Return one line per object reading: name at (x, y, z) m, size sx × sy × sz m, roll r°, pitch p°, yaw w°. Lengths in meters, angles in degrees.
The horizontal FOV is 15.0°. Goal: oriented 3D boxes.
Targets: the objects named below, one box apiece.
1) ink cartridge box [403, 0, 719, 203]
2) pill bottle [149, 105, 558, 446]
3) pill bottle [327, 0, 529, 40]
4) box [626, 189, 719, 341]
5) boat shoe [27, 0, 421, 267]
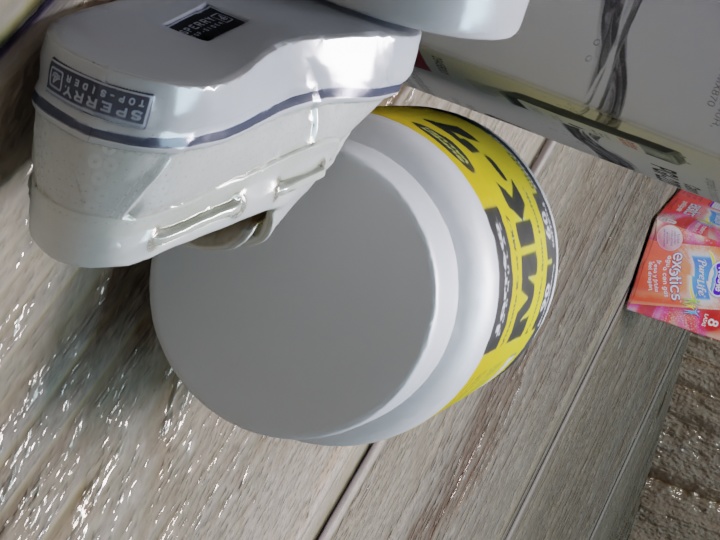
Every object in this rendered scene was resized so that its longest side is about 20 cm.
ink cartridge box at (0.097, -0.090, 1.039) m, size 0.146 × 0.200 × 0.085 m, roll 31°, pitch 79°, yaw -79°
pill bottle at (0.000, 0.000, 0.947) m, size 0.200 × 0.114 × 0.114 m, roll -19°, pitch 128°, yaw -77°
pill bottle at (0.037, -0.177, 0.823) m, size 0.112 × 0.112 × 0.200 m, roll -41°, pitch 149°, yaw -69°
box at (0.331, -0.009, 2.622) m, size 0.200 × 0.102 × 0.095 m, roll -40°, pitch 148°, yaw -71°
boat shoe at (-0.040, -0.042, 0.792) m, size 0.200 × 0.071 × 0.070 m, roll -36°, pitch 144°, yaw -68°
